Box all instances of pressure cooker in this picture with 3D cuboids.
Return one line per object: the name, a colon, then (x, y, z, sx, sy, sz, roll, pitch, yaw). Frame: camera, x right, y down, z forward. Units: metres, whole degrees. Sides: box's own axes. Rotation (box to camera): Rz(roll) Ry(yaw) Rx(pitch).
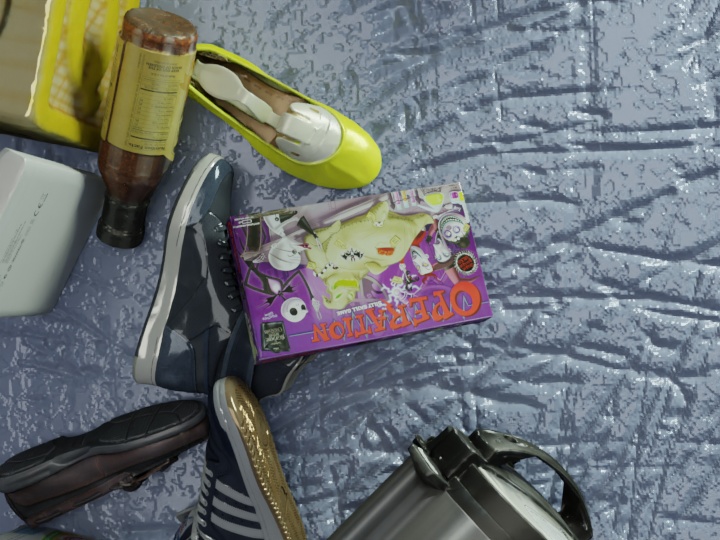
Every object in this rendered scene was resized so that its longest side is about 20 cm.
pressure cooker: (0.082, 0.218, 0.943, 0.200, 0.176, 0.179, -45, 75, 3)

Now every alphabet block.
alphabet block: (-0.305, -0.213, 0.978, 0.200, 0.196, 0.196, 10, 92, 6)

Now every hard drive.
hard drive: (-0.267, -0.025, 0.968, 0.027, 0.200, 0.132, 27, 92, 6)

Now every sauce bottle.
sauce bottle: (-0.183, -0.114, 1.001, 0.066, 0.066, 0.200, 22, 119, 6)

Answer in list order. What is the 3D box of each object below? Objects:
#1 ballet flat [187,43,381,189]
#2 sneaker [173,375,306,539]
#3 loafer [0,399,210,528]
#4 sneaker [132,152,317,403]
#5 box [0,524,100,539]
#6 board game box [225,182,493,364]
ballet flat: (-0.075, -0.130, 1.016, 0.200, 0.067, 0.067, 32, 90, 5)
sneaker: (-0.118, 0.182, 0.988, 0.108, 0.070, 0.200, -12, 118, 9)
loafer: (-0.213, 0.166, 1.035, 0.200, 0.072, 0.063, -18, 107, 11)
sneaker: (-0.095, 0.014, 1.008, 0.146, 0.077, 0.203, 14, 94, 10)
box: (-0.273, 0.325, 1.008, 0.101, 0.112, 0.200, 10, 90, 7)
board game box: (0.000, 0.000, 0.983, 0.200, 0.032, 0.120, -10, 82, -17)
